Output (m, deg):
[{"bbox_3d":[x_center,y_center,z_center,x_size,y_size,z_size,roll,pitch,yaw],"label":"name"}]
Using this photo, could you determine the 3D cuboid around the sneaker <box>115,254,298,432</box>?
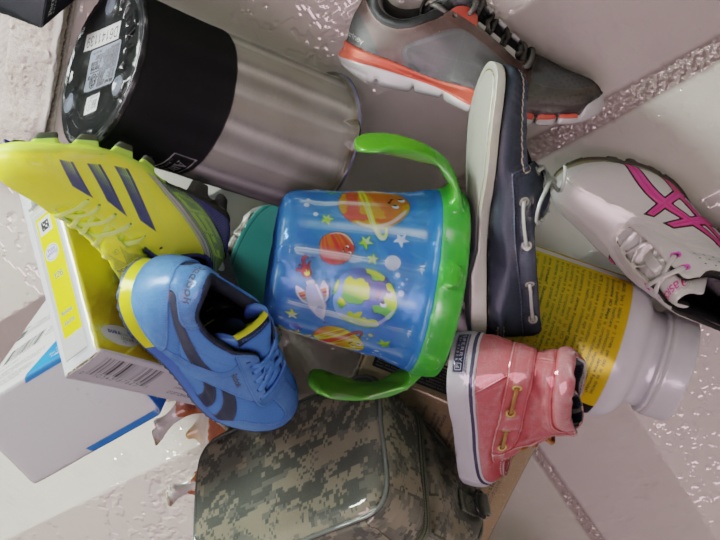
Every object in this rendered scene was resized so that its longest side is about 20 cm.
[{"bbox_3d":[-0.084,0.059,0.837,0.078,0.066,0.200,3,148,32],"label":"sneaker"}]

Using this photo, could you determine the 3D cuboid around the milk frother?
[{"bbox_3d":[-0.109,-0.164,0.897,0.187,0.180,0.201,17,94,-37],"label":"milk frother"}]

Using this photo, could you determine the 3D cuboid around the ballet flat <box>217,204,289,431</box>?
[{"bbox_3d":[-0.091,0.038,1.025,0.071,0.072,0.201,13,91,5],"label":"ballet flat"}]

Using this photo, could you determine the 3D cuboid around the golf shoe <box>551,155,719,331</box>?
[{"bbox_3d":[0.232,-0.017,0.918,0.199,0.092,0.073,30,122,-3],"label":"golf shoe"}]

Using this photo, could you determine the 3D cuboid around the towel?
[{"bbox_3d":[-0.307,-0.170,0.987,0.132,0.035,0.201,19,120,1],"label":"towel"}]

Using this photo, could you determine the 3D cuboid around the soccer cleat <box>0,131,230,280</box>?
[{"bbox_3d":[-0.160,-0.034,0.810,0.064,0.200,0.084,1,77,36],"label":"soccer cleat"}]

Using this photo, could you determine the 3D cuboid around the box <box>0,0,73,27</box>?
[{"bbox_3d":[-0.210,-0.290,0.837,0.078,0.141,0.201,21,121,1],"label":"box"}]

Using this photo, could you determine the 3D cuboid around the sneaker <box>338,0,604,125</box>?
[{"bbox_3d":[0.085,-0.161,0.884,0.199,0.077,0.082,14,110,1],"label":"sneaker"}]

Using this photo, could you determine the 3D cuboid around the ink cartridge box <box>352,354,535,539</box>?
[{"bbox_3d":[0.051,0.170,1.070,0.164,0.075,0.201,22,121,2],"label":"ink cartridge box"}]

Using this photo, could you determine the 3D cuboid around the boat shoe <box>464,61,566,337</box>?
[{"bbox_3d":[0.106,-0.045,0.849,0.061,0.075,0.201,0,106,-3],"label":"boat shoe"}]

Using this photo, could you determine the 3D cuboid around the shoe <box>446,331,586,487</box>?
[{"bbox_3d":[0.119,0.111,0.900,0.090,0.072,0.200,6,150,14],"label":"shoe"}]

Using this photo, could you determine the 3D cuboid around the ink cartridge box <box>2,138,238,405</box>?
[{"bbox_3d":[-0.161,0.001,0.908,0.047,0.201,0.197,-31,153,23],"label":"ink cartridge box"}]

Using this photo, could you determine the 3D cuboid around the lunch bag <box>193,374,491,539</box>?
[{"bbox_3d":[-0.016,0.196,0.978,0.199,0.140,0.168,-27,134,23],"label":"lunch bag"}]

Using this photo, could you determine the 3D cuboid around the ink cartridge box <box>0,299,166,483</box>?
[{"bbox_3d":[-0.209,0.056,0.994,0.146,0.200,0.084,-30,111,25],"label":"ink cartridge box"}]

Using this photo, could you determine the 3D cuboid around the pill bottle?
[{"bbox_3d":[0.157,0.046,0.956,0.199,0.113,0.113,19,121,2],"label":"pill bottle"}]

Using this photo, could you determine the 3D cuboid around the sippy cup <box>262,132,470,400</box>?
[{"bbox_3d":[0.000,0.000,0.864,0.129,0.140,0.179,9,79,-6],"label":"sippy cup"}]

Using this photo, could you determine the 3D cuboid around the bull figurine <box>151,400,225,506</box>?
[{"bbox_3d":[-0.123,0.163,1.101,0.121,0.065,0.201,-15,109,-13],"label":"bull figurine"}]
